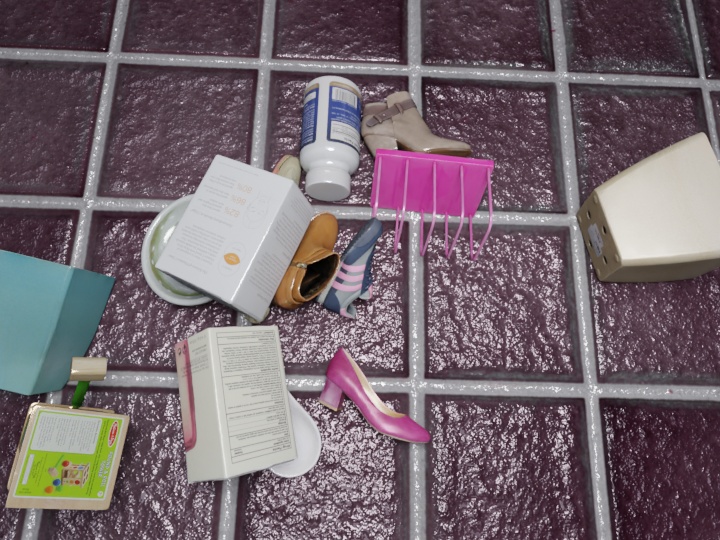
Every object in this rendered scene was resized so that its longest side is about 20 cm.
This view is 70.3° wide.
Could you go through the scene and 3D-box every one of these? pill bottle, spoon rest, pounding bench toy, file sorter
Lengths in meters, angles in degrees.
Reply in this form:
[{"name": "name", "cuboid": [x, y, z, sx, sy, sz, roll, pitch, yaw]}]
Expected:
[{"name": "pill bottle", "cuboid": [-0.054, -0.236, 0.933, 0.109, 0.111, 0.204, 2, 75, -1]}, {"name": "spoon rest", "cuboid": [-0.127, 0.230, 0.831, 0.098, 0.061, 0.203, -17, 75, -6]}, {"name": "pounding bench toy", "cuboid": [-0.428, 0.231, 0.764, 0.123, 0.155, 0.204, 17, 72, -31]}, {"name": "file sorter", "cuboid": [0.115, -0.103, 0.874, 0.196, 0.140, 0.127, 6, 59, 0]}]

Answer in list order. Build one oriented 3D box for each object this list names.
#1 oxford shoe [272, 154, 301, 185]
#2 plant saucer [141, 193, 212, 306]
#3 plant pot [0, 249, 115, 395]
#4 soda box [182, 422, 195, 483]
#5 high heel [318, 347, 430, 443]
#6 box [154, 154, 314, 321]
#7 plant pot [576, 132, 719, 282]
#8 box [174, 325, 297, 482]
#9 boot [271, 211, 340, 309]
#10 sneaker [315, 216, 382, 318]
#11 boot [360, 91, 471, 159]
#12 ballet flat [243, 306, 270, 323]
[{"name": "oxford shoe", "cuboid": [-0.122, -0.119, 0.904, 0.073, 0.071, 0.203, -3, 63, 21]}, {"name": "plant saucer", "cuboid": [-0.280, -0.033, 0.892, 0.196, 0.050, 0.204, -3, 72, 8]}, {"name": "plant pot", "cuboid": [-0.517, 0.086, 0.818, 0.139, 0.141, 0.203, 13, 82, 1]}, {"name": "soda box", "cuboid": [-0.246, 0.229, 0.825, 0.067, 0.064, 0.203, -9, 76, -4]}, {"name": "high heel", "cuboid": [0.032, 0.207, 0.841, 0.197, 0.067, 0.097, 21, 85, 17]}, {"name": "box", "cuboid": [-0.189, -0.051, 0.794, 0.150, 0.106, 0.202, 21, 77, 20]}, {"name": "plant pot", "cuboid": [0.491, -0.080, 0.877, 0.174, 0.200, 0.203, -15, 75, 5]}, {"name": "box", "cuboid": [-0.186, 0.192, 0.756, 0.127, 0.108, 0.203, 5, 69, -47]}, {"name": "boot", "cuboid": [-0.074, -0.025, 0.841, 0.077, 0.155, 0.201, 43, 68, -15]}, {"name": "sneaker", "cuboid": [0.000, 0.000, 0.847, 0.081, 0.201, 0.070, 33, 40, -3]}, {"name": "boot", "cuboid": [0.099, -0.270, 0.970, 0.196, 0.070, 0.149, -9, 73, -5]}, {"name": "ballet flat", "cuboid": [-0.187, -0.009, 0.893, 0.065, 0.057, 0.204, -1, 75, -11]}]
